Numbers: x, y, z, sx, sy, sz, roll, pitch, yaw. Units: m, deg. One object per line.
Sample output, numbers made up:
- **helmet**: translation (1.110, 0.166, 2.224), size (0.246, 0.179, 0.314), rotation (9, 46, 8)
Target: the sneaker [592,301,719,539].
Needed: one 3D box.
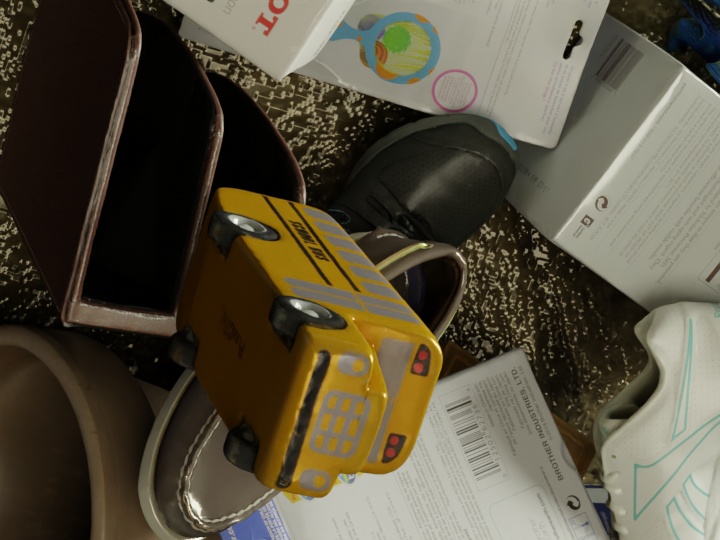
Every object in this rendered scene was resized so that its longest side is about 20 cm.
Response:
- **sneaker**: translation (0.148, 0.105, 1.323), size (0.080, 0.070, 0.201), rotation (11, 106, -15)

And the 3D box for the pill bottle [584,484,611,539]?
- **pill bottle**: translation (0.135, 0.172, 1.428), size (0.199, 0.111, 0.112), rotation (2, 108, -17)

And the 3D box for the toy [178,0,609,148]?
- **toy**: translation (0.020, -0.146, 1.307), size (0.199, 0.047, 0.116), rotation (15, 113, -11)

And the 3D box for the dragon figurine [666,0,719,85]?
- **dragon figurine**: translation (0.206, -0.113, 1.353), size (0.200, 0.099, 0.059), rotation (36, 96, -25)

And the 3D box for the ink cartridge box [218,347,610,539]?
- **ink cartridge box**: translation (0.020, 0.125, 1.270), size (0.199, 0.042, 0.120), rotation (-20, 82, -34)

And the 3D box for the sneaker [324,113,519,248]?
- **sneaker**: translation (0.000, 0.000, 1.320), size (0.200, 0.082, 0.073), rotation (-37, 119, 14)

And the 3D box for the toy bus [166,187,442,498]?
- **toy bus**: translation (-0.025, 0.028, 1.057), size (0.078, 0.200, 0.065), rotation (14, 104, -20)

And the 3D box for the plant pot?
- **plant pot**: translation (-0.114, 0.134, 1.314), size (0.174, 0.200, 0.201), rotation (8, 107, -39)

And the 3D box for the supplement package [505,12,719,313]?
- **supplement package**: translation (0.183, -0.025, 1.371), size (0.200, 0.114, 0.110), rotation (34, 97, -26)

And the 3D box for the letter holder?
- **letter holder**: translation (-0.094, -0.068, 1.223), size (0.100, 0.200, 0.143), rotation (8, 106, -19)

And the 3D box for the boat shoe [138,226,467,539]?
- **boat shoe**: translation (-0.024, 0.051, 1.209), size (0.200, 0.059, 0.072), rotation (-45, 118, -35)

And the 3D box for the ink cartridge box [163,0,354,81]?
- **ink cartridge box**: translation (-0.070, -0.204, 1.200), size (0.200, 0.083, 0.147), rotation (35, 105, -1)

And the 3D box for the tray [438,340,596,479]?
- **tray**: translation (0.037, 0.143, 1.316), size (0.098, 0.037, 0.200), rotation (35, 59, -10)
